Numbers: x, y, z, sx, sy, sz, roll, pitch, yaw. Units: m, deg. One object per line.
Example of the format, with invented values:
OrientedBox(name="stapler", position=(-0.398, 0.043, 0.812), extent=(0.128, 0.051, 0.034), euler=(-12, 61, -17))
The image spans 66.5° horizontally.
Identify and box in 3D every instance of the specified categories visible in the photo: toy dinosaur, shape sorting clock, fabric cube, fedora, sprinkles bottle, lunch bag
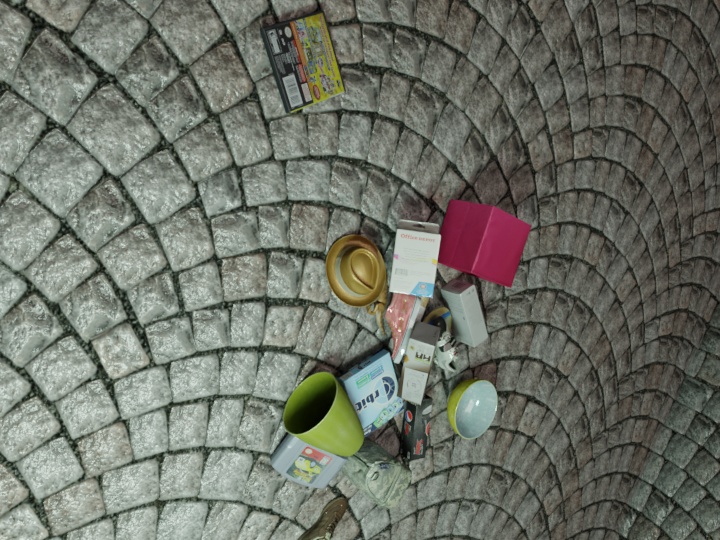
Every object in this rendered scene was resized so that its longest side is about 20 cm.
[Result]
OrientedBox(name="toy dinosaur", position=(0.054, 0.107, 1.607), extent=(0.104, 0.060, 0.205), euler=(-1, 101, -35))
OrientedBox(name="shape sorting clock", position=(0.225, 0.209, 1.735), extent=(0.198, 0.039, 0.205), euler=(-24, 123, -42))
OrientedBox(name="fabric cube", position=(0.371, -0.085, 1.699), extent=(0.193, 0.199, 0.204), euler=(17, 93, -35))
OrientedBox(name="fedora", position=(0.000, 0.000, 1.511), extent=(0.196, 0.081, 0.206), euler=(1, 87, -24))
OrientedBox(name="sprinkles bottle", position=(0.151, 0.150, 1.676), extent=(0.067, 0.068, 0.204), euler=(25, 85, -34))
OrientedBox(name="lunch bag", position=(0.030, 0.579, 1.602), extent=(0.167, 0.198, 0.141), euler=(39, 77, -34))

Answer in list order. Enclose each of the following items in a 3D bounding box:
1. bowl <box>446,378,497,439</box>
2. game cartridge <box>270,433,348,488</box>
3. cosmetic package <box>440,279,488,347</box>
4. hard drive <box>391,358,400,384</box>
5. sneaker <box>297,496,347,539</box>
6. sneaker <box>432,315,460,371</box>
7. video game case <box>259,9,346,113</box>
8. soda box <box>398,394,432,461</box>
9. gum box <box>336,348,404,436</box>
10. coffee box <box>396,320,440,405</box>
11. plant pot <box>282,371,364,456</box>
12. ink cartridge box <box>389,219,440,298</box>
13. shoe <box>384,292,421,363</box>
OrientedBox(name="bowl", position=(0.356, 0.450, 1.851), extent=(0.196, 0.107, 0.206), euler=(-7, 103, -32))
OrientedBox(name="game cartridge", position=(-0.147, 0.536, 1.540), extent=(0.198, 0.041, 0.134), euler=(32, 107, -25))
OrientedBox(name="cosmetic package", position=(0.337, 0.138, 1.781), extent=(0.073, 0.101, 0.204), euler=(-29, 113, -24))
OrientedBox(name="hard drive", position=(0.043, 0.371, 1.667), extent=(0.199, 0.038, 0.142), euler=(-36, 117, -22))
OrientedBox(name="sneaker", position=(-0.100, 0.771, 1.628), extent=(0.200, 0.075, 0.071), euler=(-44, 120, -18))
OrientedBox(name="sneaker", position=(0.270, 0.229, 1.699), extent=(0.074, 0.088, 0.203), euler=(-39, 131, -29))
OrientedBox(name="video game case", position=(-0.139, -0.520, 1.371), extent=(0.179, 0.025, 0.204), euler=(-28, 113, -26))
OrientedBox(name="soda box", position=(0.178, 0.500, 1.769), extent=(0.069, 0.063, 0.205), euler=(1, 100, -33))
OrientedBox(name="gum box", position=(0.033, 0.360, 1.609), extent=(0.168, 0.044, 0.204), euler=(-27, 114, -27))
OrientedBox(name="coffee box", position=(0.169, 0.268, 1.600), extent=(0.114, 0.078, 0.204), euler=(-50, 152, -63))
OrientedBox(name="plant pot", position=(-0.080, 0.414, 1.501), extent=(0.188, 0.186, 0.201), euler=(-50, 122, -15))
OrientedBox(name="ink cartridge box", position=(0.157, -0.039, 1.579), extent=(0.125, 0.125, 0.205), euler=(9, 96, 3))
OrientedBox(name="shoe", position=(0.106, 0.161, 1.600), extent=(0.089, 0.071, 0.205), euler=(18, 93, 2))
